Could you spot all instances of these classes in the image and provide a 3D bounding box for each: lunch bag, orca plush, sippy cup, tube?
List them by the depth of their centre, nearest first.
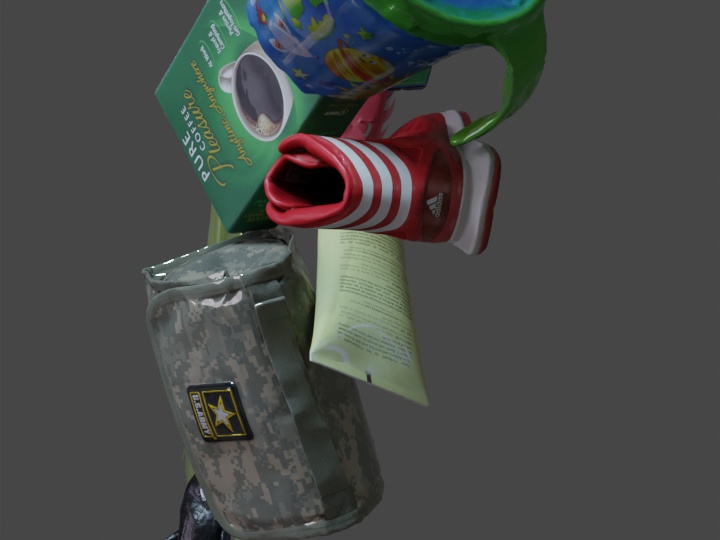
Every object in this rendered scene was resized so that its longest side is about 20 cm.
[{"bbox_3d":[0.011,-0.154,0.845,0.130,0.139,0.179,-35,56,53],"label":"sippy cup"},{"bbox_3d":[0.000,0.000,0.996,0.201,0.058,0.052,-95,-8,-51],"label":"tube"},{"bbox_3d":[-0.061,0.068,1.028,0.200,0.117,0.165,-160,52,-77],"label":"lunch bag"},{"bbox_3d":[-0.172,0.282,1.602,0.105,0.071,0.201,-120,40,-72],"label":"orca plush"}]

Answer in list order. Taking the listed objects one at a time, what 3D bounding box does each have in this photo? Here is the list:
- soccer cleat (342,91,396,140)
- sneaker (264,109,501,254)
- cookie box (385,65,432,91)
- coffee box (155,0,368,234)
[{"bbox_3d":[0.006,-0.173,1.167,0.076,0.066,0.201,-2,-87,-62],"label":"soccer cleat"},{"bbox_3d":[0.002,-0.059,0.925,0.200,0.115,0.079,-154,73,-79],"label":"sneaker"},{"bbox_3d":[-0.009,-0.237,1.049,0.171,0.075,0.201,38,125,40],"label":"cookie box"},{"bbox_3d":[-0.050,-0.130,1.025,0.123,0.044,0.200,59,135,24],"label":"coffee box"}]
